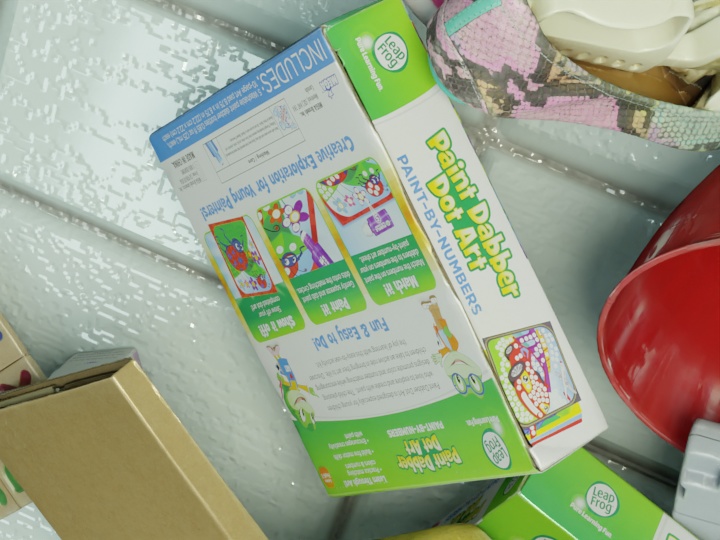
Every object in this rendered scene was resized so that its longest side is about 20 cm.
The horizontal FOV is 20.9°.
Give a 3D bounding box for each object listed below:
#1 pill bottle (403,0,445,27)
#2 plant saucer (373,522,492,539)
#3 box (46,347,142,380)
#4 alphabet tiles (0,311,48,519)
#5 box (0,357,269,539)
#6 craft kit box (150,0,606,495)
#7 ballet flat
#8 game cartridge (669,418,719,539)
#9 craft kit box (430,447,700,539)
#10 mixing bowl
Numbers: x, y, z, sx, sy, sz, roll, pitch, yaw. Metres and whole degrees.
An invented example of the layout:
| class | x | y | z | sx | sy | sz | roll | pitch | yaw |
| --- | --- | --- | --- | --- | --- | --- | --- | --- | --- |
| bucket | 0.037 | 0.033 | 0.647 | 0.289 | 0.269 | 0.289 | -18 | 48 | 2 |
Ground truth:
| class | x | y | z | sx | sy | sz | roll | pitch | yaw |
| --- | --- | --- | --- | --- | --- | --- | --- | --- | --- |
| pill bottle | 0.101 | -0.183 | 0.795 | 0.199 | 0.113 | 0.114 | -27 | 102 | 25 |
| plant saucer | 0.050 | 0.193 | 0.931 | 0.200 | 0.048 | 0.200 | 47 | 148 | -13 |
| box | -0.118 | 0.139 | 1.039 | 0.041 | 0.039 | 0.201 | -5 | 110 | 21 |
| alphabet tiles | -0.246 | 0.049 | 1.037 | 0.167 | 0.008 | 0.200 | -30 | 97 | 36 |
| box | -0.094 | 0.136 | 0.950 | 0.163 | 0.021 | 0.200 | -17 | 111 | 54 |
| craft kit box | 0.000 | 0.000 | 0.861 | 0.200 | 0.048 | 0.198 | -18 | 97 | 62 |
| ballet flat | 0.118 | -0.090 | 0.791 | 0.071 | 0.199 | 0.069 | -32 | 63 | 47 |
| game cartridge | 0.203 | 0.143 | 0.897 | 0.133 | 0.041 | 0.200 | 18 | 147 | 13 |
| craft kit box | 0.122 | 0.180 | 0.929 | 0.200 | 0.049 | 0.198 | 38 | 147 | 0 |
| mixing bowl | 0.209 | 0.006 | 0.824 | 0.199 | 0.109 | 0.200 | 15 | 149 | 9 |
